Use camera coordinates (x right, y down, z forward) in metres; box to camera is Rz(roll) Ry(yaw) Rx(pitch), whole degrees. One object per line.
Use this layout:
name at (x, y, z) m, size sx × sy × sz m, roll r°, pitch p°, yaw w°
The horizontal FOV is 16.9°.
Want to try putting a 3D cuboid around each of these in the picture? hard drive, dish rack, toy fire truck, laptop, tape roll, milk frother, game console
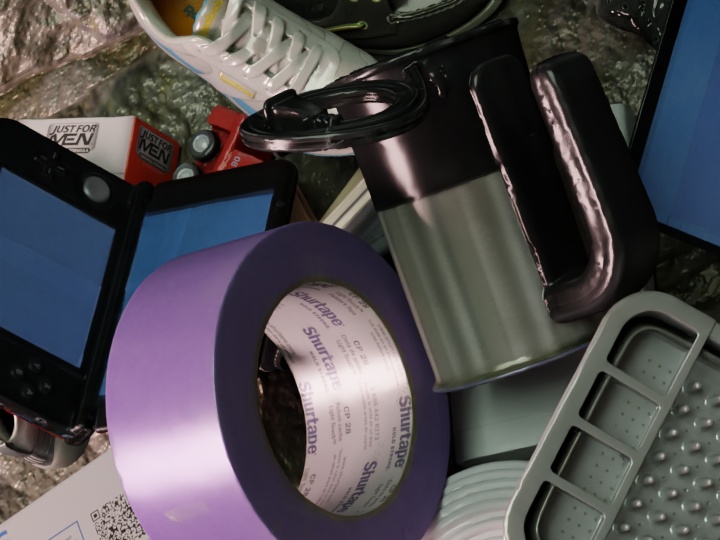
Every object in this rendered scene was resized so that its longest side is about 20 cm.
hard drive at (0.112, 0.010, 1.454) m, size 0.132 × 0.026 × 0.200 m, roll -15°, pitch 67°, yaw 25°
dish rack at (0.187, 0.125, 1.302) m, size 0.200 × 0.044 × 0.172 m, roll 29°, pitch 77°, yaw -3°
toy fire truck at (-0.054, -0.040, 1.553) m, size 0.141 × 0.049 × 0.200 m, roll 22°, pitch 85°, yaw 34°
laptop at (0.270, -0.084, 1.348) m, size 0.200 × 0.103 × 0.177 m, roll 11°, pitch 80°, yaw 33°
tape roll at (-0.043, 0.078, 1.357) m, size 0.085 × 0.200 × 0.200 m, roll -14°, pitch 66°, yaw 39°
milk frother at (0.039, -0.026, 1.324) m, size 0.180 × 0.200 × 0.188 m, roll -15°, pitch 95°, yaw 68°
game console at (-0.151, -0.008, 1.467) m, size 0.119 × 0.172 × 0.200 m, roll -39°, pitch 30°, yaw 42°

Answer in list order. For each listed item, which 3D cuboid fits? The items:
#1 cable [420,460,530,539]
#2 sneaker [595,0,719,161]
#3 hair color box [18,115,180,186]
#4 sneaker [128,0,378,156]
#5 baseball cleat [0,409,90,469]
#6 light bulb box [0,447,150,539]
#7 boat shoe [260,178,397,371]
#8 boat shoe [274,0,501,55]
cable at (0.086, 0.202, 1.375) m, size 0.200 × 0.069 × 0.200 m, roll 9°, pitch 78°, yaw 32°
sneaker at (0.189, -0.150, 1.448) m, size 0.104 × 0.060 × 0.200 m, roll -4°, pitch 71°, yaw 35°
hair color box at (-0.190, 0.001, 1.612) m, size 0.101 × 0.061 × 0.200 m, roll 1°, pitch 75°, yaw 30°
sneaker at (-0.064, -0.134, 1.511) m, size 0.200 × 0.081 × 0.077 m, roll 28°, pitch 86°, yaw 25°
baseball cleat at (-0.212, 0.023, 1.516) m, size 0.070 × 0.106 × 0.200 m, roll -27°, pitch 61°, yaw 27°
light bulb box at (-0.147, 0.243, 1.463) m, size 0.198 × 0.125 × 0.200 m, roll -34°, pitch 58°, yaw 16°
boat shoe at (0.000, 0.000, 1.481) m, size 0.062 × 0.075 × 0.200 m, roll 48°, pitch 117°, yaw 12°
boat shoe at (-0.005, -0.179, 1.566) m, size 0.201 × 0.061 × 0.072 m, roll -6°, pitch 70°, yaw 28°
